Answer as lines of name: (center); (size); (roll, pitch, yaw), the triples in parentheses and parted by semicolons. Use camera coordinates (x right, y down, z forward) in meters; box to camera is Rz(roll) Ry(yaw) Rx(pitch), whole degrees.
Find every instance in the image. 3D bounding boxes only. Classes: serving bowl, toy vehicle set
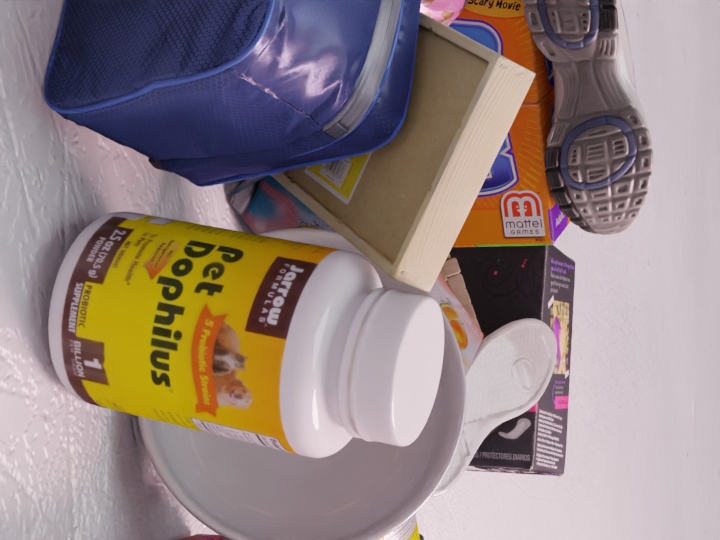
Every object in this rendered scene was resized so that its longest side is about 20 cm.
serving bowl: (-0.037, 0.079, 0.901); (0.066, 0.197, 0.202); (108, -8, -70)
toy vehicle set: (0.008, -0.086, 0.819); (0.026, 0.200, 0.125); (19, 103, -34)

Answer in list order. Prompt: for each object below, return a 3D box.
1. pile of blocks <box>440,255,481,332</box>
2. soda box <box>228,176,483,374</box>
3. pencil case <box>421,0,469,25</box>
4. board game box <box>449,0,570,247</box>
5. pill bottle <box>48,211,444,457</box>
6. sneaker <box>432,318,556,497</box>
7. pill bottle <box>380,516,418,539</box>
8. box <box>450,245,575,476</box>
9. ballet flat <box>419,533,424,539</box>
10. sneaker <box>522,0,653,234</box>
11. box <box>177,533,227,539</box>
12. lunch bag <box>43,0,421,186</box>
pile of blocks: (0.041, 0.003, 1.148); (0.200, 0.061, 0.083); (-109, 180, -64)
soda box: (0.000, 0.000, 1.016); (0.201, 0.063, 0.069); (53, 36, -15)
pencil case: (0.020, -0.169, 0.935); (0.087, 0.200, 0.083); (47, 30, 5)
board game box: (0.065, -0.144, 1.090); (0.200, 0.198, 0.202); (-43, 128, -59)
pill bottle: (-0.059, 0.036, 0.789); (0.109, 0.198, 0.111); (10, 90, -69)
sneaker: (0.079, 0.113, 1.223); (0.200, 0.099, 0.071); (-44, 102, -30)
pill bottle: (-0.015, 0.163, 1.012); (0.104, 0.103, 0.202); (-46, 131, -58)
box: (0.120, 0.079, 1.321); (0.106, 0.121, 0.203); (26, 66, -64)
ballet flat: (0.044, 0.291, 1.214); (0.068, 0.068, 0.202); (-61, 144, -49)
sneaker: (0.158, -0.123, 0.973); (0.087, 0.074, 0.202); (-50, 135, -61)
box: (-0.100, 0.215, 0.836); (0.200, 0.101, 0.096); (-1, 91, -65)
lunch bag: (-0.067, -0.125, 0.800); (0.132, 0.198, 0.138); (28, 66, -44)
